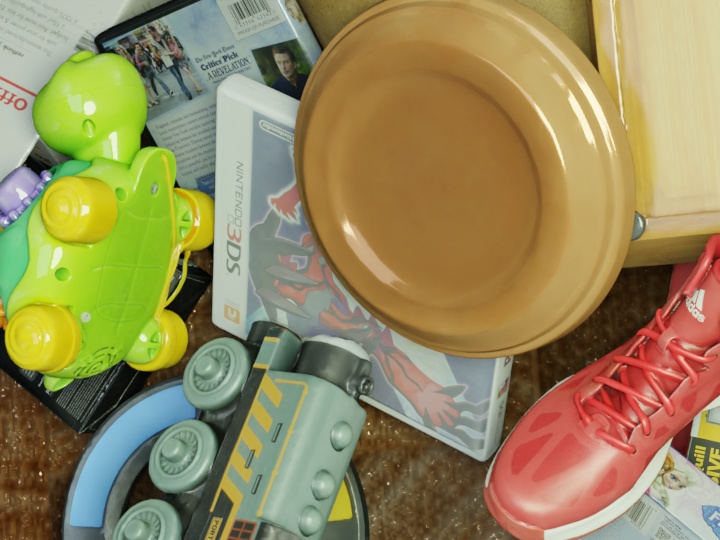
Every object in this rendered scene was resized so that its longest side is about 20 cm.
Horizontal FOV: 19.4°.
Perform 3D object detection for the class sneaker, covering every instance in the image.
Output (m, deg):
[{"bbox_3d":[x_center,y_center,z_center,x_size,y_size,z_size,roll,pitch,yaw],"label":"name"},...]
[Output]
[{"bbox_3d":[0.141,0.044,1.041,0.200,0.116,0.078,-39,65,-23],"label":"sneaker"}]

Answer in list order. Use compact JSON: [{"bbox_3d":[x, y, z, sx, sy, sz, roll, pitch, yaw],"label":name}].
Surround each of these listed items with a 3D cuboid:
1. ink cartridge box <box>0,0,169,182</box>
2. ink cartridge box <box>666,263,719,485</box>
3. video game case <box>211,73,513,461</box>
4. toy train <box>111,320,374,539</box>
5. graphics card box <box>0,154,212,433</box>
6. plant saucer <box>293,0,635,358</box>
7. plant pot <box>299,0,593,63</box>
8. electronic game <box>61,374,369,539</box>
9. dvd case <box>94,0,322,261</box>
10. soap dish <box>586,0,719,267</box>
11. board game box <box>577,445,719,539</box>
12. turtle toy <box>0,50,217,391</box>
[{"bbox_3d":[-0.204,-0.141,1.312,0.116,0.067,0.200,27,78,18],"label":"ink cartridge box"},{"bbox_3d":[0.236,0.062,1.153,0.175,0.084,0.200,10,90,22],"label":"ink cartridge box"},{"bbox_3d":[0.000,0.000,1.203,0.200,0.023,0.182,25,135,23],"label":"video game case"},{"bbox_3d":[-0.061,0.122,1.197,0.114,0.085,0.200,5,63,37],"label":"toy train"},{"bbox_3d":[-0.206,-0.002,1.343,0.200,0.051,0.126,36,98,20],"label":"graphics card box"},{"bbox_3d":[0.045,-0.046,1.093,0.200,0.037,0.200,12,113,30],"label":"plant saucer"},{"bbox_3d":[0.080,-0.100,1.187,0.186,0.186,0.200,-18,92,19],"label":"plant pot"},{"bbox_3d":[-0.090,0.162,1.288,0.200,0.042,0.200,-1,85,17],"label":"electronic game"},{"bbox_3d":[-0.060,-0.073,1.243,0.143,0.018,0.200,-17,108,39],"label":"dvd case"},{"bbox_3d":[0.192,-0.104,1.080,0.157,0.081,0.200,-5,94,21],"label":"soap dish"},{"bbox_3d":[0.183,0.212,1.126,0.200,0.041,0.200,40,138,19],"label":"board game box"},{"bbox_3d":[-0.161,-0.027,1.229,0.101,0.146,0.200,19,96,29],"label":"turtle toy"}]
